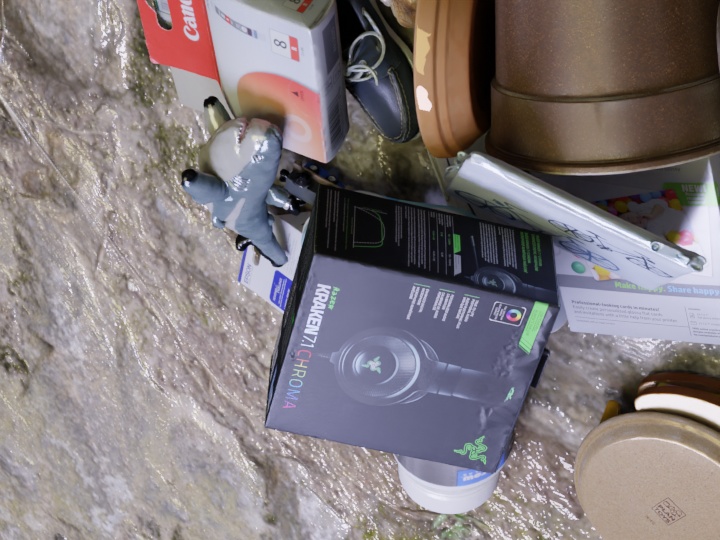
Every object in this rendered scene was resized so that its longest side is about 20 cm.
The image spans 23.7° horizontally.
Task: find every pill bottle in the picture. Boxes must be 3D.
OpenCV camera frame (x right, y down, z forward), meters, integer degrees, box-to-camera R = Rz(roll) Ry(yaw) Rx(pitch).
[{"bbox_3d":[0.080,0.119,1.497,0.113,0.114,0.201,23,145,19],"label":"pill bottle"}]

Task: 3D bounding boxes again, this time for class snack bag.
[{"bbox_3d":[0.149,-0.039,1.257,0.187,0.200,0.022,26,86,1],"label":"snack bag"}]

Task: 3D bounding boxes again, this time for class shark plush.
[{"bbox_3d":[-0.091,-0.056,1.464,0.083,0.091,0.201,4,135,13],"label":"shark plush"}]

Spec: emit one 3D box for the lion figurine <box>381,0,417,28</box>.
[{"bbox_3d":[0.056,-0.276,1.306,0.072,0.122,0.201,31,116,25],"label":"lion figurine"}]

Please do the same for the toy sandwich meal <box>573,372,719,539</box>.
[{"bbox_3d":[0.274,0.179,1.463,0.204,0.070,0.206,18,131,22],"label":"toy sandwich meal"}]

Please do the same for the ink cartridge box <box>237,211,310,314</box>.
[{"bbox_3d":[-0.023,0.019,1.560,0.199,0.039,0.100,36,132,23],"label":"ink cartridge box"}]

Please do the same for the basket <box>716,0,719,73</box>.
[{"bbox_3d":[0.348,-0.154,1.137,0.199,0.136,0.182,-4,89,31],"label":"basket"}]

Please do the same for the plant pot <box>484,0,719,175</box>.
[{"bbox_3d":[0.176,-0.193,1.219,0.199,0.200,0.200,4,112,31],"label":"plant pot"}]

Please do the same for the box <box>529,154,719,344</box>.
[{"bbox_3d":[0.222,-0.034,1.358,0.155,0.041,0.201,5,128,31],"label":"box"}]

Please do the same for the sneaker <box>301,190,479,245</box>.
[{"bbox_3d":[0.000,0.000,1.416,0.199,0.131,0.080,2,126,43],"label":"sneaker"}]

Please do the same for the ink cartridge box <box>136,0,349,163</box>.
[{"bbox_3d":[-0.109,-0.183,1.403,0.199,0.050,0.163,18,147,17],"label":"ink cartridge box"}]

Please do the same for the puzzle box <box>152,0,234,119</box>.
[{"bbox_3d":[-0.111,-0.197,1.460,0.132,0.025,0.201,22,148,21],"label":"puzzle box"}]

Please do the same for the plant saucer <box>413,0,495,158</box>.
[{"bbox_3d":[0.082,-0.182,1.274,0.037,0.200,0.202,7,122,17],"label":"plant saucer"}]

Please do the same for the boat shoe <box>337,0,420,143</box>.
[{"bbox_3d":[-0.006,-0.190,1.415,0.074,0.062,0.201,-8,113,38],"label":"boat shoe"}]

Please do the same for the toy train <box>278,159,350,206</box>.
[{"bbox_3d":[0.018,-0.044,1.503,0.199,0.046,0.034,29,138,14],"label":"toy train"}]

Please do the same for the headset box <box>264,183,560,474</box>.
[{"bbox_3d":[0.043,0.048,1.296,0.198,0.093,0.175,13,126,-8],"label":"headset box"}]

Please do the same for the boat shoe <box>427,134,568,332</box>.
[{"bbox_3d":[0.112,-0.038,1.438,0.070,0.071,0.201,2,125,61],"label":"boat shoe"}]
